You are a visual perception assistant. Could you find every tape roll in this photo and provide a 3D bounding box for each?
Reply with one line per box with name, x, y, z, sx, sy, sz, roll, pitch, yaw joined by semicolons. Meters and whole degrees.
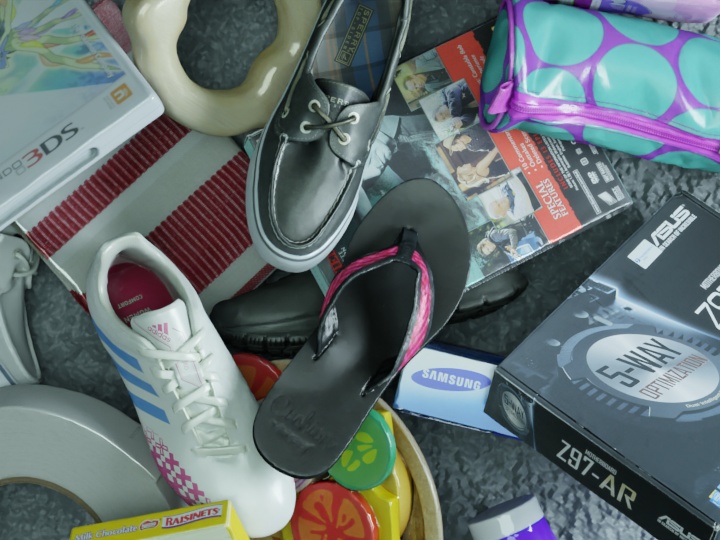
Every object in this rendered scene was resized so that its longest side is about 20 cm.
tape roll;-0.195;0.168;1.468;0.202;0.037;0.204;6;114;13

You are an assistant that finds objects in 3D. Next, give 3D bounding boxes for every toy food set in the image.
toy food set;-0.038;0.148;1.451;0.199;0.049;0.199;2;102;35

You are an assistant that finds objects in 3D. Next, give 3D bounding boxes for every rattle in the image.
rattle;-0.084;-0.130;1.483;0.200;0.142;0.131;48;65;-37

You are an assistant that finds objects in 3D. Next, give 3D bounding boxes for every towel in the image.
towel;-0.144;-0.051;1.474;0.144;0.023;0.200;-43;96;-16

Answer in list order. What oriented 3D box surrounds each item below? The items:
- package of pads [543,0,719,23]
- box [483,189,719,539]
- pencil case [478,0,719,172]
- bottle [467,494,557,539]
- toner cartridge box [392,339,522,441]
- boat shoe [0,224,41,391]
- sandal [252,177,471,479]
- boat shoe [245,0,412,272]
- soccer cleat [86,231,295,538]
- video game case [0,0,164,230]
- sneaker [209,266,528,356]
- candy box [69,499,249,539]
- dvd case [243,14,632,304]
package of pads;0.132;-0.198;1.424;0.199;0.121;0.076;8;88;2
box;0.195;0.059;1.395;0.160;0.044;0.200;36;54;19
pencil case;0.171;-0.105;1.425;0.199;0.093;0.085;12;130;-9
bottle;0.125;0.240;1.466;0.065;0.084;0.201;-23;92;5
toner cartridge box;0.122;0.085;1.453;0.199;0.095;0.043;14;92;2
boat shoe;-0.236;-0.010;1.479;0.065;0.074;0.201;-23;93;8
sandal;0.006;0.031;1.373;0.075;0.045;0.201;30;69;5
boat shoe;-0.018;-0.098;1.399;0.068;0.057;0.201;19;73;-5
soccer cleat;-0.105;0.067;1.390;0.070;0.086;0.200;-29;74;-15
video game case;-0.238;-0.107;1.433;0.182;0.022;0.200;-36;53;-3
sneaker;0.000;0.000;1.470;0.199;0.076;0.091;-13;83;-10
candy box;-0.093;0.218;1.425;0.102;0.026;0.201;-10;131;14
dvd case;0.048;-0.059;1.443;0.199;0.022;0.147;-27;82;-18
